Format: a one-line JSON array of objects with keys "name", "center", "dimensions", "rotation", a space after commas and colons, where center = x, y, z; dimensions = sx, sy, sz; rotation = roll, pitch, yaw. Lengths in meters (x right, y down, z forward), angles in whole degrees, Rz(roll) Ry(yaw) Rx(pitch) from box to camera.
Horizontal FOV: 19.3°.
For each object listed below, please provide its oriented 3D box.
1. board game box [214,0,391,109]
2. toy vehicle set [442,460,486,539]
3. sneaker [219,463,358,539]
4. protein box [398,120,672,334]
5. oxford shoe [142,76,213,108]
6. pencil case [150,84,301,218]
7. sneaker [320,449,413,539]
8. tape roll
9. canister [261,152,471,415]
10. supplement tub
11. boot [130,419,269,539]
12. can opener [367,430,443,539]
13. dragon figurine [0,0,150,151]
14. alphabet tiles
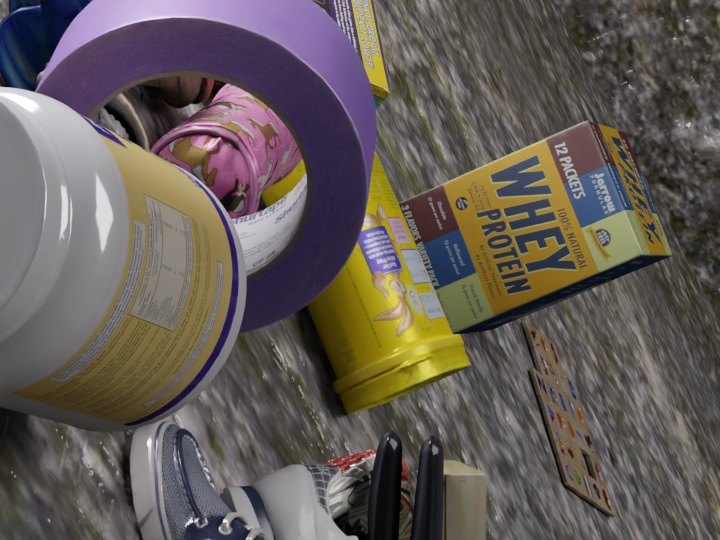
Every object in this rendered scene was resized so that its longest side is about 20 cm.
[{"name": "board game box", "center": [-0.070, -0.216, 1.627], "dimensions": [0.165, 0.057, 0.201], "rotation": [20, 43, -31]}, {"name": "toy vehicle set", "center": [0.060, 0.230, 1.406], "dimensions": [0.124, 0.026, 0.201], "rotation": [-178, -91, -84]}, {"name": "sneaker", "center": [-0.019, 0.212, 1.248], "dimensions": [0.076, 0.080, 0.201], "rotation": [-36, -110, 63]}, {"name": "protein box", "center": [0.171, -0.038, 2.027], "dimensions": [0.135, 0.199, 0.198], "rotation": [68, 16, 6]}, {"name": "oxford shoe", "center": [-0.149, -0.153, 1.410], "dimensions": [0.070, 0.075, 0.200], "rotation": [47, -9, 21]}, {"name": "pencil case", "center": [-0.088, -0.078, 1.447], "dimensions": [0.200, 0.086, 0.083], "rotation": [-60, 128, -71]}, {"name": "sneaker", "center": [-0.002, 0.167, 1.410], "dimensions": [0.200, 0.078, 0.082], "rotation": [19, 52, -69]}, {"name": "tape roll", "center": [-0.092, -0.068, 1.215], "dimensions": [0.200, 0.199, 0.085], "rotation": [60, 17, -24]}, {"name": "canister", "center": [0.000, 0.000, 1.632], "dimensions": [0.201, 0.086, 0.148], "rotation": [67, 16, 5]}, {"name": "supplement tub", "center": [-0.155, -0.005, 1.019], "dimensions": [0.200, 0.145, 0.146], "rotation": [29, 41, -66]}, {"name": "boot", "center": [-0.062, 0.167, 1.186], "dimensions": [0.073, 0.090, 0.201], "rotation": [29, 41, -65]}, {"name": "can opener", "center": [0.025, 0.201, 1.347], "dimensions": [0.079, 0.063, 0.201], "rotation": [-109, -150, -85]}, {"name": "dragon figurine", "center": [-0.183, -0.137, 1.266], "dimensions": [0.059, 0.099, 0.201], "rotation": [-90, 172, -57]}, {"name": "alphabet tiles", "center": [0.218, 0.156, 2.274], "dimensions": [0.167, 0.008, 0.201], "rotation": [37, 33, -60]}]
